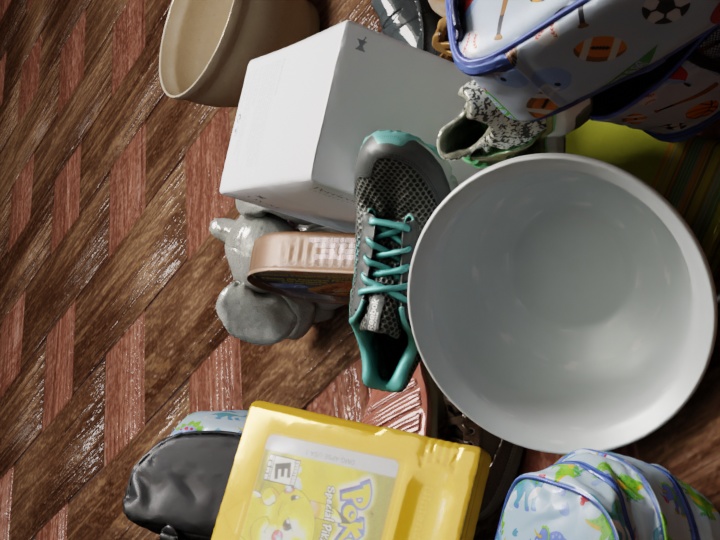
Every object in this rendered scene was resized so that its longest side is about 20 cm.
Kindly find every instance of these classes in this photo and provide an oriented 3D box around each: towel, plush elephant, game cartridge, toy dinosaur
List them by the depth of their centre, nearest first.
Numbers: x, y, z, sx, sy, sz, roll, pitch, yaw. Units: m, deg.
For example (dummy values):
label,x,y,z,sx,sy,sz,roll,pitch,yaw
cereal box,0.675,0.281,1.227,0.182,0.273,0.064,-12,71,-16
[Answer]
label,x,y,z,sx,sy,sz,roll,pitch,yaw
towel,0.196,-0.062,0.825,0.199,0.018,0.087,31,99,59
game cartridge,-0.018,0.196,0.829,0.197,0.032,0.179,6,73,32
toy dinosaur,0.091,-0.209,0.944,0.107,0.060,0.199,-54,33,-15
plush elephant,-0.074,-0.016,1.103,0.199,0.153,0.167,28,99,59

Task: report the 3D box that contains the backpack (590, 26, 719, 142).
label,x,y,z,sx,sy,sz,roll,pitch,yaw
backpack,0.203,-0.183,0.733,0.190,0.152,0.203,-42,44,37

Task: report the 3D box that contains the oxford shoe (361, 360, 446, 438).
label,x,y,z,sx,sy,sz,roll,pitch,yaw
oxford shoe,0.045,0.115,0.913,0.070,0.074,0.202,-26,40,30

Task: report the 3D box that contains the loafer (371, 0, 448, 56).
label,x,y,z,sx,sy,sz,roll,pitch,yaw
loafer,0.041,-0.243,1.106,0.068,0.069,0.204,-37,47,45

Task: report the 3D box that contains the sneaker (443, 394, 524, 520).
label,x,y,z,sx,sy,sz,roll,pitch,yaw
sneaker,0.084,0.083,0.877,0.070,0.075,0.204,1,76,58

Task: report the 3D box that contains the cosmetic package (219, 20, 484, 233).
label,x,y,z,sx,sy,sz,roll,pitch,yaw
cosmetic package,0.019,-0.095,0.932,0.199,0.196,0.125,-2,74,64

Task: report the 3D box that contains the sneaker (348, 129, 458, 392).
label,x,y,z,sx,sy,sz,roll,pitch,yaw
sneaker,0.026,0.002,0.795,0.092,0.076,0.203,-67,-23,-48

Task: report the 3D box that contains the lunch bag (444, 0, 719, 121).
label,x,y,z,sx,sy,sz,roll,pitch,yaw
lunch bag,0.127,-0.183,0.625,0.198,0.075,0.163,-24,52,32

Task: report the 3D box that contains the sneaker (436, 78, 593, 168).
label,x,y,z,sx,sy,sz,roll,pitch,yaw
sneaker,0.088,-0.096,0.764,0.200,0.087,0.078,89,163,-74

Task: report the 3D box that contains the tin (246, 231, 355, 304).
label,x,y,z,sx,sy,sz,roll,pitch,yaw
tin,0.000,0.000,0.965,0.196,0.112,0.043,3,80,21

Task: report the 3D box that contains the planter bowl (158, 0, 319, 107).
label,x,y,z,sx,sy,sz,roll,pitch,yaw
planter bowl,-0.131,-0.275,1.339,0.199,0.133,0.204,-31,51,48

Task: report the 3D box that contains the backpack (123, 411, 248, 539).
label,x,y,z,sx,sy,sz,roll,pitch,yaw
backpack,-0.095,0.187,1.011,0.201,0.160,0.156,69,-150,-64

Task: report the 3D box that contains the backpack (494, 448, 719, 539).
label,x,y,z,sx,sy,sz,roll,pitch,yaw
backpack,0.141,0.210,0.684,0.202,0.152,0.163,-63,24,-7

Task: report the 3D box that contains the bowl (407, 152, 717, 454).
label,x,y,z,sx,sy,sz,roll,pitch,yaw
bowl,0.136,0.011,0.766,0.202,0.200,0.090,-54,-3,29
